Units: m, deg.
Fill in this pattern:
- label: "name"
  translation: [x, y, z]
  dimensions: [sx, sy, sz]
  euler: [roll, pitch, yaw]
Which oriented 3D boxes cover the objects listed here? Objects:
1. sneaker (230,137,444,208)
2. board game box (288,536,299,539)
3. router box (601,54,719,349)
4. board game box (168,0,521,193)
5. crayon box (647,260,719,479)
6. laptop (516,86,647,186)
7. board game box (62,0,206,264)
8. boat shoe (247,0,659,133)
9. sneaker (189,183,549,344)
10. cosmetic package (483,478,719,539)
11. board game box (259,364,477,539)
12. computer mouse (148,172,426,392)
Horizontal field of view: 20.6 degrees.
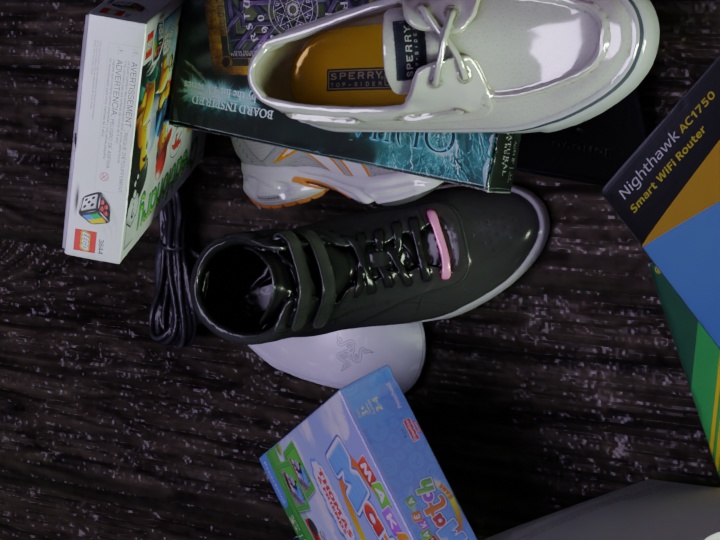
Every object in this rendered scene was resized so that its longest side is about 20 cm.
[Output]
- label: "sneaker"
  translation: [-0.008, -0.088, 1.040]
  dimensions: [0.199, 0.076, 0.093]
  euler: [-5, 120, 44]
- label: "board game box"
  translation: [-0.090, 0.260, 1.241]
  dimensions: [0.199, 0.034, 0.136]
  euler: [-25, 87, 38]
- label: "router box"
  translation: [0.216, -0.055, 0.867]
  dimensions: [0.200, 0.051, 0.150]
  euler: [-50, 45, 18]
- label: "board game box"
  translation: [-0.004, -0.122, 0.990]
  dimensions: [0.198, 0.028, 0.137]
  euler: [14, 99, 31]
- label: "crayon box"
  translation: [0.254, 0.048, 0.920]
  dimensions: [0.199, 0.058, 0.174]
  euler: [-19, 90, 38]
- label: "laptop"
  translation: [0.078, -0.166, 1.029]
  dimensions: [0.186, 0.116, 0.202]
  euler: [12, 80, 33]
- label: "board game box"
  translation: [-0.114, -0.097, 1.074]
  dimensions: [0.034, 0.200, 0.128]
  euler: [11, 111, 5]
- label: "boat shoe"
  translation: [0.036, -0.098, 0.907]
  dimensions: [0.198, 0.070, 0.072]
  euler: [-1, 90, 32]
- label: "sneaker"
  translation: [0.000, 0.000, 1.044]
  dimensions: [0.198, 0.099, 0.071]
  euler: [-14, 89, 16]
- label: "cosmetic package"
  translation: [0.141, 0.156, 0.939]
  dimensions: [0.200, 0.107, 0.086]
  euler: [172, 81, -78]
- label: "board game box"
  translation: [0.011, 0.145, 1.076]
  dimensions: [0.152, 0.036, 0.200]
  euler: [63, 159, 7]
- label: "computer mouse"
  translation: [-0.051, 0.017, 1.148]
  dimensions: [0.199, 0.044, 0.111]
  euler: [21, 112, 31]
